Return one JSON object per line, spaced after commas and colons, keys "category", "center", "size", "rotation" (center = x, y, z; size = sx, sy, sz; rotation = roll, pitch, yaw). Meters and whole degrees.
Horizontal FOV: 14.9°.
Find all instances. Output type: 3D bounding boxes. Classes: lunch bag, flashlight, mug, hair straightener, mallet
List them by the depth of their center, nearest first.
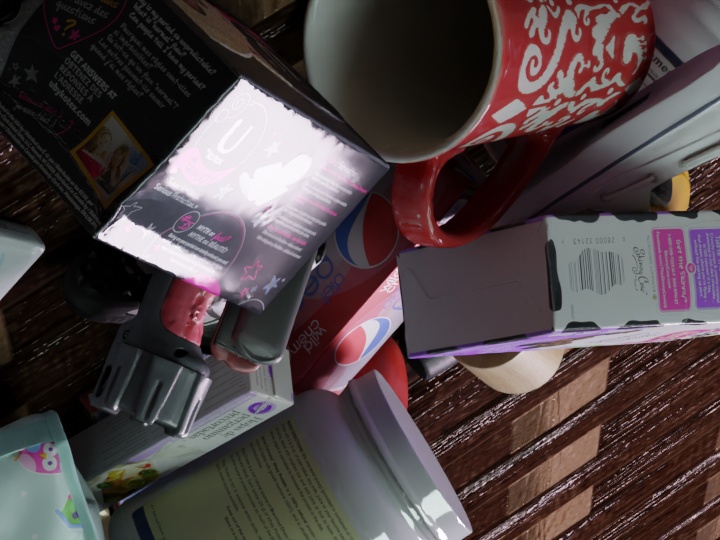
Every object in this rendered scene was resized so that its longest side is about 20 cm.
{"category": "flashlight", "center": [-0.082, -0.004, 1.567], "size": [0.200, 0.068, 0.068], "rotation": [-69, -162, -8]}
{"category": "mug", "center": [0.068, -0.119, 1.614], "size": [0.200, 0.133, 0.178], "rotation": [-11, 136, -54]}
{"category": "hair straightener", "center": [-0.026, -0.034, 1.619], "size": [0.200, 0.041, 0.077], "rotation": [-64, -162, -17]}
{"category": "lunch bag", "center": [-0.238, 0.174, 1.665], "size": [0.170, 0.122, 0.200], "rotation": [-18, 146, -7]}
{"category": "mallet", "center": [0.064, 0.001, 1.927], "size": [0.066, 0.041, 0.200], "rotation": [-30, 150, -22]}

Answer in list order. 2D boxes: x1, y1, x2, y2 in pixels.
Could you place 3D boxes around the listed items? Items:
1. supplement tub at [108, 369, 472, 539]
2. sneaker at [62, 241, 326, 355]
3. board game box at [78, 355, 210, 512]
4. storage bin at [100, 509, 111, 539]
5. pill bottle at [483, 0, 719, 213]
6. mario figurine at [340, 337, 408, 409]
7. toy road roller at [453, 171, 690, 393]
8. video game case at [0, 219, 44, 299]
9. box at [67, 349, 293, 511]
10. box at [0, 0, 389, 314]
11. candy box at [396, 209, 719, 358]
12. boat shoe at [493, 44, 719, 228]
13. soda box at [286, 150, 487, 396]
{"category": "supplement tub", "center": [-0.044, 0.166, 1.761], "size": [0.200, 0.145, 0.145], "rotation": [-31, 156, 4]}
{"category": "sneaker", "center": [-0.108, 0.018, 1.668], "size": [0.200, 0.066, 0.091], "rotation": [-13, 142, -48]}
{"category": "board game box", "center": [-0.129, 0.107, 1.844], "size": [0.103, 0.019, 0.200], "rotation": [-32, 154, -14]}
{"category": "storage bin", "center": [-0.234, 0.288, 1.914], "size": [0.198, 0.094, 0.200], "rotation": [-28, 153, -25]}
{"category": "pill bottle", "center": [0.183, -0.122, 1.789], "size": [0.200, 0.111, 0.111], "rotation": [-45, 155, 12]}
{"category": "mario figurine", "center": [-0.054, 0.112, 1.895], "size": [0.200, 0.106, 0.123], "rotation": [-44, -164, -9]}
{"category": "toy road roller", "center": [0.163, 0.006, 1.900], "size": [0.200, 0.146, 0.123], "rotation": [-58, 155, -3]}
{"category": "video game case", "center": [-0.288, 0.039, 1.499], "size": [0.200, 0.024, 0.182], "rotation": [-47, 155, 14]}
{"category": "box", "center": [-0.124, 0.101, 1.726], "size": [0.039, 0.042, 0.200], "rotation": [20, 141, -41]}
{"category": "box", "center": [-0.095, -0.078, 1.445], "size": [0.115, 0.132, 0.200], "rotation": [-47, 155, 6]}
{"category": "candy box", "center": [0.151, 0.008, 1.688], "size": [0.200, 0.072, 0.168], "rotation": [-2, 174, -30]}
{"category": "boat shoe", "center": [0.164, -0.062, 1.684], "size": [0.200, 0.065, 0.074], "rotation": [-30, -166, 36]}
{"category": "soda box", "center": [0.000, 0.000, 1.785], "size": [0.200, 0.070, 0.063], "rotation": [-49, 154, 20]}
